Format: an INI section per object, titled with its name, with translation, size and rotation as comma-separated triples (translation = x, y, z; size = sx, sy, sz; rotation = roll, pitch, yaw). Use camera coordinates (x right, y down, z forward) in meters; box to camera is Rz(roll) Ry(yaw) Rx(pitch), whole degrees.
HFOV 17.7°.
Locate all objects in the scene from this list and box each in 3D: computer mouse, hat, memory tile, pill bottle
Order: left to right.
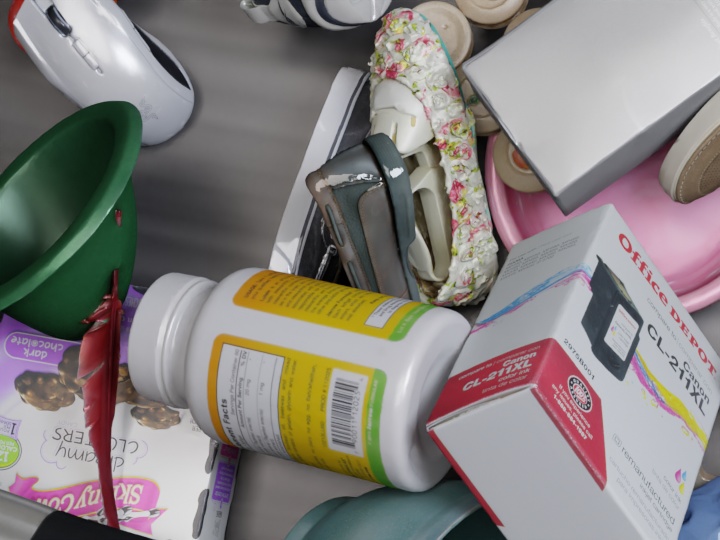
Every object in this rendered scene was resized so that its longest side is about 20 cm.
[computer mouse]
translation = -0.189, -0.159, 1.542
size = 0.110, 0.044, 0.200
rotation = -42, 107, 12
[hat]
translation = -0.158, 0.020, 1.488
size = 0.200, 0.166, 0.176
rotation = -44, 119, 4
[pill bottle]
translation = -0.038, 0.060, 1.414
size = 0.199, 0.111, 0.112
rotation = 12, 84, 26
[memory tile]
translation = 0.136, -0.160, 1.493
size = 0.200, 0.017, 0.154
rotation = -39, 77, 3

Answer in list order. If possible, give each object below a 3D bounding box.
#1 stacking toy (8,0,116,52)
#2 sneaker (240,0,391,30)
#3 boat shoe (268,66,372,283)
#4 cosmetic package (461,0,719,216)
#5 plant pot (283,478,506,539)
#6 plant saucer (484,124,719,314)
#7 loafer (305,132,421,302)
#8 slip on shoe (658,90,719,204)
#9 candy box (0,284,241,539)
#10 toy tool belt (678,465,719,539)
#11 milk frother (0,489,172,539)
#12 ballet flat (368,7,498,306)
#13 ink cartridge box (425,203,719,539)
[stacking toy]
translation = -0.163, -0.223, 1.579
size = 0.200, 0.085, 0.086
rotation = -41, 77, 7
[sneaker]
translation = -0.017, -0.235, 1.550
size = 0.129, 0.079, 0.200
rotation = -6, 52, 40
[boat shoe]
translation = -0.009, -0.033, 1.528
size = 0.067, 0.072, 0.201
rotation = 16, 78, 13
[cosmetic package]
translation = 0.173, -0.135, 1.432
size = 0.199, 0.090, 0.107
rotation = -35, 77, 6
[plant pot]
translation = 0.023, 0.215, 1.435
size = 0.134, 0.200, 0.201
rotation = 18, 85, 39
[plant saucer]
translation = 0.182, -0.064, 1.504
size = 0.199, 0.051, 0.202
rotation = -1, 82, 11
[loafer]
translation = 0.000, 0.000, 1.463
size = 0.063, 0.201, 0.072
rotation = -19, 44, -14
[slip on shoe]
translation = 0.273, -0.100, 1.418
size = 0.200, 0.076, 0.061
rotation = -39, 68, 11
[candy box]
translation = -0.166, 0.111, 1.531
size = 0.167, 0.072, 0.201
rotation = 9, 83, 12
[toy tool belt]
translation = 0.214, 0.170, 1.419
size = 0.200, 0.125, 0.123
rotation = -38, 101, 3
[milk frother]
translation = -0.233, 0.235, 1.402
size = 0.187, 0.200, 0.182
rotation = 16, 110, 11
[ballet flat]
translation = 0.041, -0.066, 1.481
size = 0.075, 0.064, 0.201
rotation = 0, 112, 48
[ink cartridge box]
translation = 0.135, 0.076, 1.385
size = 0.083, 0.200, 0.146
rotation = -26, 111, 33
